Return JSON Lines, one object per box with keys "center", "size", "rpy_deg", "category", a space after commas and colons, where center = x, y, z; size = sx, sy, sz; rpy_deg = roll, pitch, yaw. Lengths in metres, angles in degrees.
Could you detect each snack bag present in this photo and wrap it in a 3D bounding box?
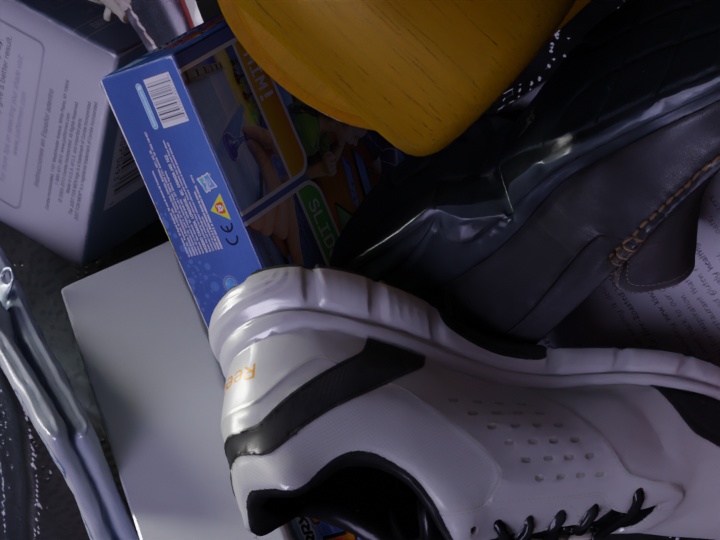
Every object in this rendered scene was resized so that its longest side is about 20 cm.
{"center": [-0.108, 0.082, 0.852], "size": [0.200, 0.021, 0.189], "rpy_deg": [52, 165, 54], "category": "snack bag"}

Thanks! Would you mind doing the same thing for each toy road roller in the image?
{"center": [0.040, -0.121, 0.634], "size": [0.123, 0.146, 0.200], "rpy_deg": [41, 121, -12], "category": "toy road roller"}

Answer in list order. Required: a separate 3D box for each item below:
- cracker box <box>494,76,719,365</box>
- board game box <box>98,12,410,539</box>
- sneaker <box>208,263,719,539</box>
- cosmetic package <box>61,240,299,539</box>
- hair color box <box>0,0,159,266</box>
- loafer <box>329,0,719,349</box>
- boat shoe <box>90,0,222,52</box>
{"center": [0.123, -0.024, 0.711], "size": [0.200, 0.058, 0.134], "rpy_deg": [-32, 93, 40], "category": "cracker box"}
{"center": [0.000, 0.000, 0.759], "size": [0.034, 0.135, 0.201], "rpy_deg": [-13, 105, 37], "category": "board game box"}
{"center": [0.047, 0.063, 0.675], "size": [0.199, 0.080, 0.074], "rpy_deg": [12, 141, -14], "category": "sneaker"}
{"center": [-0.042, 0.109, 0.795], "size": [0.200, 0.052, 0.151], "rpy_deg": [-115, 1, -46], "category": "cosmetic package"}
{"center": [-0.164, -0.095, 0.875], "size": [0.200, 0.061, 0.099], "rpy_deg": [29, 127, 19], "category": "hair color box"}
{"center": [0.079, -0.028, 0.667], "size": [0.072, 0.073, 0.200], "rpy_deg": [43, 138, -16], "category": "loafer"}
{"center": [-0.081, -0.128, 0.787], "size": [0.062, 0.071, 0.201], "rpy_deg": [-22, 94, 26], "category": "boat shoe"}
